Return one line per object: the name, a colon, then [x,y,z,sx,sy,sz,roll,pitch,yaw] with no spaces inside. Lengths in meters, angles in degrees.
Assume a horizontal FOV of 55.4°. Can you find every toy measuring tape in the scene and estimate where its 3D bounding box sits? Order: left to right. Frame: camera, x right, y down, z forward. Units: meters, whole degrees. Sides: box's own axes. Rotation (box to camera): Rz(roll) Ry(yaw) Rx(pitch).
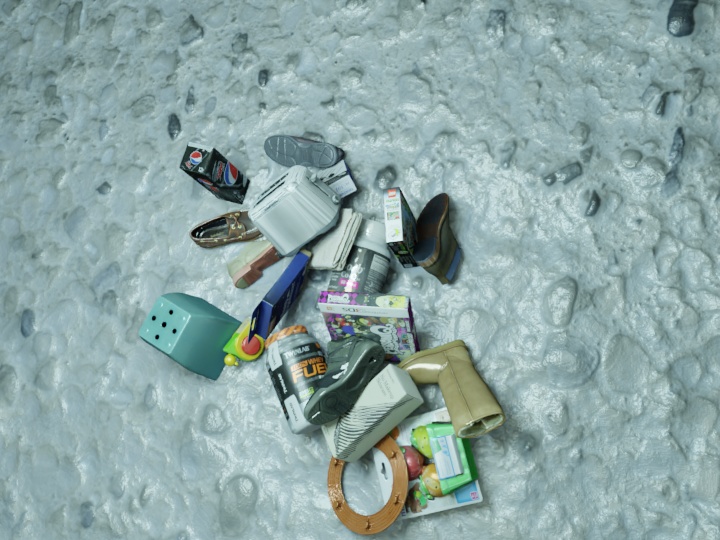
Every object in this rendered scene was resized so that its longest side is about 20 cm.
toy measuring tape: [-0.226,0.133,1.508,0.073,0.074,0.201,29,68,18]

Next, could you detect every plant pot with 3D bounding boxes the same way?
plant pot: [-0.369,0.130,1.463,0.140,0.200,0.143,27,84,18]

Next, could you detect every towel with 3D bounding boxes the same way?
towel: [-0.065,-0.064,1.454,0.034,0.199,0.134,26,79,-23]

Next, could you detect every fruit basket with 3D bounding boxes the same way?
fruit basket: [0.121,0.377,1.339,0.197,0.094,0.188,-17,73,13]

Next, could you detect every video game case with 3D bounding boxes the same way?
video game case: [0.022,0.116,1.373,0.179,0.201,0.036,4,53,14]

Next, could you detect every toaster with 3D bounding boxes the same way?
toaster: [-0.142,-0.122,1.422,0.199,0.129,0.114,-32,25,30]

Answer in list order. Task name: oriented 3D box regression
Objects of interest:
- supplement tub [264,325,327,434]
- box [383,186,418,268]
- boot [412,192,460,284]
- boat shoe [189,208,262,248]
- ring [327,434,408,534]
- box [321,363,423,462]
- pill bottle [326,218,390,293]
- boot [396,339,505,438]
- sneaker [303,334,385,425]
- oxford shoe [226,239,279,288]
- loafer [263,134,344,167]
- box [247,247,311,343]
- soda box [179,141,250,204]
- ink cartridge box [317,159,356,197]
supplement tub: [-0.121,0.224,1.419,0.121,0.123,0.202,-27,72,6]
box: [0.084,-0.083,1.400,0.034,0.200,0.112,-6,75,12]
boot: [0.168,-0.067,1.454,0.074,0.097,0.202,-13,44,37]
boat shoe: [-0.293,-0.098,1.569,0.198,0.070,0.071,-20,72,8]
ring: [0.008,0.415,1.357,0.198,0.019,0.203,-14,67,34]
box: [0.021,0.280,1.337,0.200,0.068,0.083,-46,47,15]
pill bottle: [0.000,0.000,1.446,0.115,0.116,0.203,13,80,16]
boot: [0.163,0.238,1.325,0.173,0.066,0.201,-27,40,6]
sneaker: [-0.047,0.208,1.347,0.200,0.076,0.114,-51,31,-8]
oxford shoe: [-0.220,-0.049,1.540,0.199,0.071,0.074,-38,64,0]
loafer: [-0.129,-0.273,1.582,0.198,0.063,0.073,13,108,27]
box: [-0.168,0.059,1.424,0.032,0.122,0.201,28,50,8]
soda box: [-0.321,-0.214,1.533,0.070,0.200,0.064,15,81,17]
ink cartridge box: [-0.109,-0.167,1.526,0.198,0.044,0.094,-28,30,7]
